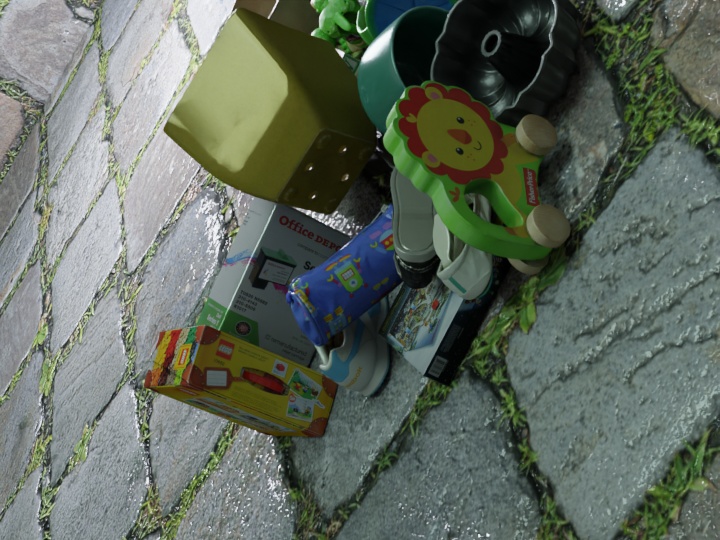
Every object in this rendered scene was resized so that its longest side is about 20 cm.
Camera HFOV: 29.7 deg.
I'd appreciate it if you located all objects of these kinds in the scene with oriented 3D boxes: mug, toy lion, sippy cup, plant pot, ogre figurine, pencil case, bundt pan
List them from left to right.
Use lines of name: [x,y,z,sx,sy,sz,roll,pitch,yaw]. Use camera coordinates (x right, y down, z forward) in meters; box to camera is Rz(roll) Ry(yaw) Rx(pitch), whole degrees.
plant pot: [-0.093,-0.181,1.743,0.200,0.194,0.195,48,113,32]
plant pot: [-0.112,-0.402,2.171,0.200,0.133,0.202,-42,34,38]
ogre figurine: [-0.010,-0.370,1.973,0.199,0.119,0.099,-39,72,28]
pencil case: [0.000,0.000,1.606,0.199,0.087,0.078,-39,1,-16]
mug: [0.069,-0.217,1.668,0.114,0.151,0.187,-30,43,54]
sippy cup: [0.081,-0.371,1.812,0.141,0.175,0.131,88,-169,-45]
toy lion: [0.116,-0.109,1.431,0.069,0.189,0.202,125,151,-47]
bundt pan: [0.174,-0.247,1.562,0.201,0.075,0.205,-24,56,42]

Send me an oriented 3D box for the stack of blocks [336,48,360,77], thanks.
stack of blocks: [-0.055,-0.212,1.933,0.202,0.114,0.059,-61,27,7]

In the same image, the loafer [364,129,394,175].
loafer: [0.041,-0.153,1.772,0.200,0.072,0.072,-122,51,-65]

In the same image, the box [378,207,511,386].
box: [0.104,0.013,1.541,0.202,0.037,0.137,-62,27,7]

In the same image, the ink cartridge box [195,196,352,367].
ink cartridge box: [-0.107,0.019,1.804,0.202,0.144,0.084,-65,27,-1]

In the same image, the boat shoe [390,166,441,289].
boat shoe: [0.070,-0.063,1.553,0.201,0.073,0.061,-87,-4,-48]

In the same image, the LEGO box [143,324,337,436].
LEGO box: [-0.154,0.144,1.726,0.148,0.198,0.078,-10,59,58]

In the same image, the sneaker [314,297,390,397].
sneaker: [-0.016,0.061,1.674,0.077,0.080,0.201,-51,29,29]

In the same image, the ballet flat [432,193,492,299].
ballet flat: [0.110,-0.062,1.478,0.069,0.069,0.202,-39,37,42]
